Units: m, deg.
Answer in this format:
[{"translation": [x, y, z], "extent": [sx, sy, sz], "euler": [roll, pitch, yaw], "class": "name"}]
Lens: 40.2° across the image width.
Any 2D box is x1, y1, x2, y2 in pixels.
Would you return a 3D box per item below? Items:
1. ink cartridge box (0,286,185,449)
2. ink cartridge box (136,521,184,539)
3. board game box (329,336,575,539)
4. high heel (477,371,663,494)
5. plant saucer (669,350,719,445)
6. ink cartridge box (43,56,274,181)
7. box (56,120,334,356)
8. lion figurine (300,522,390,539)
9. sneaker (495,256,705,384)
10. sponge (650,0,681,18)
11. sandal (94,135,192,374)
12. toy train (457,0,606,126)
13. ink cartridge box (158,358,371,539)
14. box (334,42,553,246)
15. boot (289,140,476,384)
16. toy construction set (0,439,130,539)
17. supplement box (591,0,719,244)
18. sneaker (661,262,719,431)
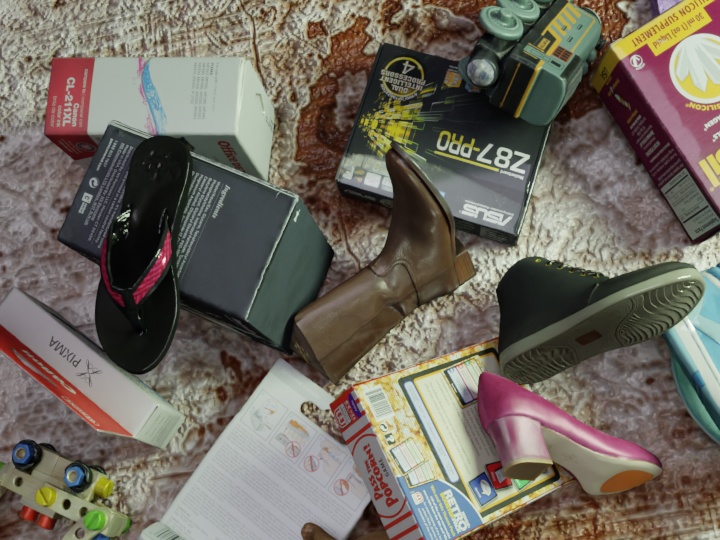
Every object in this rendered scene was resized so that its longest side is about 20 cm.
[{"translation": [-0.275, 0.088, 0.939], "extent": [0.198, 0.176, 0.045], "euler": [35, 82, 14], "class": "ink cartridge box"}, {"translation": [-0.156, 0.371, 0.908], "extent": [0.194, 0.043, 0.203], "euler": [29, 104, 14], "class": "ink cartridge box"}, {"translation": [0.087, 0.154, 0.880], "extent": [0.197, 0.046, 0.154], "euler": [-12, 68, -39], "class": "board game box"}, {"translation": [0.190, 0.146, 0.892], "extent": [0.196, 0.068, 0.097], "euler": [9, 48, -27], "class": "high heel"}, {"translation": [0.390, 0.082, 0.913], "extent": [0.196, 0.036, 0.204], "euler": [-5, 72, 15], "class": "plant saucer"}, {"translation": [-0.199, -0.152, 1.006], "extent": [0.195, 0.146, 0.085], "euler": [2, 77, 8], "class": "ink cartridge box"}, {"translation": [-0.146, -0.024, 0.938], "extent": [0.193, 0.200, 0.126], "euler": [20, 80, 13], "class": "box"}, {"translation": [0.023, 0.250, 0.858], "extent": [0.197, 0.122, 0.074], "euler": [-26, 109, -19], "class": "lion figurine"}, {"translation": [0.206, 0.016, 0.893], "extent": [0.198, 0.075, 0.108], "euler": [-26, 46, 25], "class": "sneaker"}, {"translation": [0.400, -0.318, 1.030], "extent": [0.196, 0.030, 0.114], "euler": [-8, 76, 4], "class": "sponge"}, {"translation": [-0.184, -0.017, 0.816], "extent": [0.073, 0.045, 0.205], "euler": [4, 81, 10], "class": "sandal"}, {"translation": [0.174, -0.222, 0.974], "extent": [0.113, 0.086, 0.200], "euler": [32, 43, 8], "class": "toy train"}, {"translation": [-0.075, 0.214, 0.951], "extent": [0.159, 0.047, 0.201], "euler": [34, 79, 14], "class": "ink cartridge box"}, {"translation": [0.090, -0.132, 1.013], "extent": [0.196, 0.049, 0.164], "euler": [18, 80, 10], "class": "box"}, {"translation": [0.000, 0.000, 0.936], "extent": [0.198, 0.188, 0.064], "euler": [-34, 34, -2], "class": "boot"}, {"translation": [-0.311, 0.242, 0.954], "extent": [0.197, 0.092, 0.133], "euler": [22, 79, 1], "class": "toy construction set"}, {"translation": [0.333, -0.150, 0.945], "extent": [0.130, 0.103, 0.202], "euler": [-31, 82, -2], "class": "supplement box"}, {"translation": [0.353, 0.075, 0.865], "extent": [0.129, 0.080, 0.202], "euler": [-30, 68, 8], "class": "sneaker"}]
